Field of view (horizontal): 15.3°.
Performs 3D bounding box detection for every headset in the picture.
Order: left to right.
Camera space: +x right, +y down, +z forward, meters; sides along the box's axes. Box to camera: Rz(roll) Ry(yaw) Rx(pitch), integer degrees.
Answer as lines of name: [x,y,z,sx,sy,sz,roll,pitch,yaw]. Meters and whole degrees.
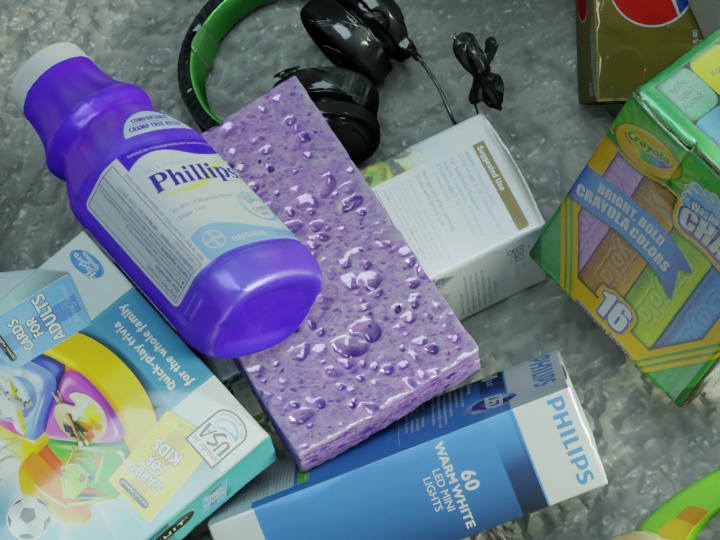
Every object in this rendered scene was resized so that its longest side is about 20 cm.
headset: [-0.013,-0.119,1.523,0.200,0.094,0.124,12,68,22]

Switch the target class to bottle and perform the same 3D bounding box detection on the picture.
bottle: [-0.107,-0.041,1.398,0.083,0.065,0.200,-10,49,-48]

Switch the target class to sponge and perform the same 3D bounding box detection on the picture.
sponge: [-0.032,-0.001,1.427,0.111,0.030,0.200,-30,64,-7]

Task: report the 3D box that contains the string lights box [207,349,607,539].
string lights box: [0.024,0.111,1.413,0.200,0.103,0.059,-21,98,5]

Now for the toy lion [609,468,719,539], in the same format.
toy lion: [0.247,0.178,1.376,0.192,0.069,0.200,-37,76,10]

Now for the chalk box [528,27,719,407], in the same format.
chalk box: [0.198,-0.049,1.395,0.124,0.200,0.124,46,53,13]

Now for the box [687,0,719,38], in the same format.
box: [0.235,-0.132,1.464,0.068,0.082,0.200,-30,102,-19]

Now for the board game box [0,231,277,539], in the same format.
board game box: [-0.167,0.101,1.370,0.200,0.047,0.151,-41,72,-10]

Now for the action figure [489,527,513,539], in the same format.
action figure: [0.071,0.237,1.379,0.102,0.119,0.200,16,79,17]

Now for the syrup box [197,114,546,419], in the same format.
syrup box: [0.000,0.000,1.488,0.200,0.079,0.082,-27,69,-5]

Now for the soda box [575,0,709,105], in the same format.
soda box: [0.157,-0.195,1.514,0.068,0.064,0.200,-2,92,-5]

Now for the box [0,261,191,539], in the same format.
box: [-0.197,0.104,1.452,0.200,0.105,0.184,-6,69,3]
